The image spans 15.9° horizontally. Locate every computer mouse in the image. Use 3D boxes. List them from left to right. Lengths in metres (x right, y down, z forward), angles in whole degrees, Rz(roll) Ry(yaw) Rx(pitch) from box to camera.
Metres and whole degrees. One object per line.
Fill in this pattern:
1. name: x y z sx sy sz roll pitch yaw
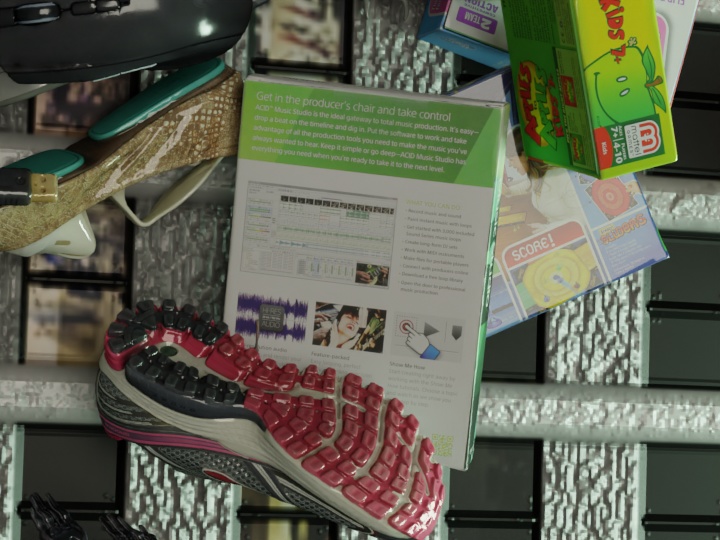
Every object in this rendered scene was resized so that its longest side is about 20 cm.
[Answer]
1. computer mouse: -0.147 -0.105 1.319 0.198 0.046 0.142 -3 94 -17

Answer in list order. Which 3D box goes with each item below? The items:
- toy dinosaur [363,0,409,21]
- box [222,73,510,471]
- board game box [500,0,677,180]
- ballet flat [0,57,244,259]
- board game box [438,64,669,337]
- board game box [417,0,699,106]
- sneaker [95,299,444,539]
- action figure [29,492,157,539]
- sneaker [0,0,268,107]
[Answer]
1. toy dinosaur: -0.025 -0.239 1.433 0.199 0.077 0.103 34 62 -18
2. box: 0.000 0.000 1.400 0.143 0.036 0.202 7 100 7
3. board game box: 0.111 -0.156 1.361 0.047 0.102 0.202 -14 103 -17
4. ballet flat: -0.142 -0.045 1.391 0.199 0.070 0.066 -28 110 -15
5. board game box: 0.056 -0.030 1.447 0.199 0.034 0.136 -23 94 -5
6. board game box: 0.133 -0.205 1.504 0.152 0.040 0.201 20 81 -17
7. sneaker: -0.047 0.088 1.368 0.199 0.075 0.081 28 43 10
8. action figure: -0.182 0.203 1.344 0.118 0.102 0.200 12 125 -44
9. sneaker: -0.130 -0.190 1.394 0.201 0.077 0.147 -22 97 -18
